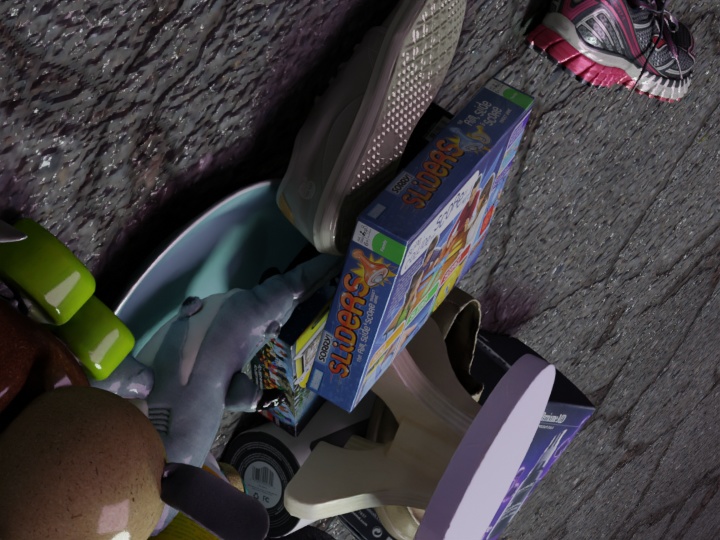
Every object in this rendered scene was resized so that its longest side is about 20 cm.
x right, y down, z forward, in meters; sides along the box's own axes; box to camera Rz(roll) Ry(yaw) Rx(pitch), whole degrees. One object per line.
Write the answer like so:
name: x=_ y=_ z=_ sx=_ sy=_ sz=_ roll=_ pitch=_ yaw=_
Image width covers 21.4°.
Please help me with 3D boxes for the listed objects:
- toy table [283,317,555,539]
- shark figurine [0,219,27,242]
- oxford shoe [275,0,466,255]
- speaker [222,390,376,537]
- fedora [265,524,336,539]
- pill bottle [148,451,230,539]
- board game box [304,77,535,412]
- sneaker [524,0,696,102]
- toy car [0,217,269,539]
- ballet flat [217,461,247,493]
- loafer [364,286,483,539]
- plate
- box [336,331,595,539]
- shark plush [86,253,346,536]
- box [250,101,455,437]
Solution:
toy table: x=0.041 y=0.118 z=1.297 sx=0.200 sy=0.116 sz=0.185 roll=-47 pitch=155 yaw=-47
shark figurine: x=-0.214 y=-0.046 z=0.763 sx=0.128 sy=0.089 sz=0.215 roll=-42 pitch=155 yaw=-15
oxford shoe: x=0.006 y=-0.106 z=1.130 sx=0.201 sy=0.057 sz=0.075 roll=-64 pitch=151 yaw=-10
speaker: x=-0.015 y=0.136 z=1.448 sx=0.199 sy=0.081 sz=0.082 roll=-16 pitch=141 yaw=-53
fedora: x=-0.070 y=0.250 z=1.398 sx=0.200 sy=0.200 sz=0.092 roll=-34 pitch=147 yaw=-34
pill bottle: x=-0.128 y=0.181 z=1.165 sx=0.110 sy=0.109 sz=0.200 roll=-59 pitch=-166 yaw=22
board game box: x=0.039 y=-0.019 z=1.182 sx=0.200 sy=0.034 sz=0.136 roll=-47 pitch=160 yaw=-51
sneaker: x=0.196 y=-0.170 z=1.360 sx=0.199 sy=0.080 sz=0.075 roll=-5 pitch=130 yaw=-60
toy car: x=-0.146 y=0.106 z=0.969 sx=0.165 sy=0.199 sz=0.158 roll=-49 pitch=158 yaw=-13
ballet flat: x=-0.151 y=0.214 z=1.344 sx=0.070 sy=0.071 sz=0.201 roll=-8 pitch=134 yaw=-59
loafer: x=0.050 y=0.102 z=1.411 sx=0.076 sy=0.067 sz=0.202 roll=4 pitch=87 yaw=-54
plate: x=-0.102 y=0.020 z=1.165 sx=0.200 sy=0.026 sz=0.201 roll=-42 pitch=157 yaw=-22
box: x=0.090 y=0.160 z=1.654 sx=0.201 sy=0.104 sz=0.148 roll=-54 pitch=157 yaw=11
shark plush: x=-0.079 y=0.063 z=1.132 sx=0.200 sy=0.083 sz=0.091 roll=-40 pitch=156 yaw=-23
box: x=0.000 y=0.000 z=1.265 sx=0.200 sy=0.038 sz=0.137 roll=-51 pitch=163 yaw=-24
